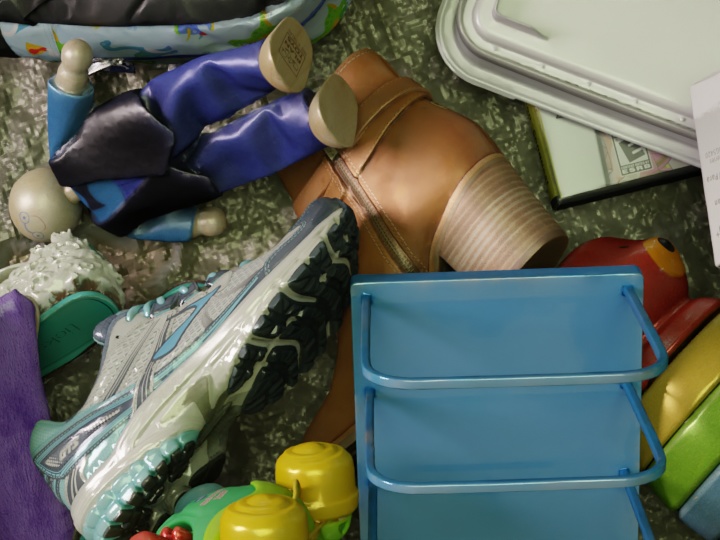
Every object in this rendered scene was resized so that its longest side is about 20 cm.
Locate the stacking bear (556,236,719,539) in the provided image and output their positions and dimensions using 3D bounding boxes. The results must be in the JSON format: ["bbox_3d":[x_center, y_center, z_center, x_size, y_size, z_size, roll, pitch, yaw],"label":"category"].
[{"bbox_3d":[0.175,0.061,0.753,0.200,0.121,0.114,44,121,16],"label":"stacking bear"}]

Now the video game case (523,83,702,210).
[{"bbox_3d":[0.178,-0.145,0.818,0.197,0.026,0.183,-14,83,-1],"label":"video game case"}]

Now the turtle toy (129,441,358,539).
[{"bbox_3d":[-0.063,0.161,0.639,0.100,0.200,0.148,0,99,16],"label":"turtle toy"}]

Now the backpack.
[{"bbox_3d":[-0.098,-0.178,0.776,0.197,0.154,0.165,-1,76,22],"label":"backpack"}]

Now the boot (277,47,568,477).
[{"bbox_3d":[0.000,0.000,0.781,0.155,0.073,0.201,46,107,23],"label":"boot"}]

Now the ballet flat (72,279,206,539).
[{"bbox_3d":[-0.109,0.104,0.763,0.067,0.067,0.202,15,69,10],"label":"ballet flat"}]

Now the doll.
[{"bbox_3d":[-0.104,-0.065,0.761,0.198,0.137,0.049,-22,38,30],"label":"doll"}]

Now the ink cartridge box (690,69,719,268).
[{"bbox_3d":[0.266,-0.011,0.743,0.198,0.045,0.179,0,77,-26],"label":"ink cartridge box"}]

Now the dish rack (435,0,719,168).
[{"bbox_3d":[0.153,-0.158,0.786,0.198,0.044,0.174,21,82,1],"label":"dish rack"}]

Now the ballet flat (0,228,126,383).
[{"bbox_3d":[-0.208,0.050,0.780,0.199,0.072,0.072,-34,84,3],"label":"ballet flat"}]

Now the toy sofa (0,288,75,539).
[{"bbox_3d":[-0.187,0.114,0.718,0.096,0.083,0.203,-10,110,-6],"label":"toy sofa"}]

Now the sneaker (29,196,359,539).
[{"bbox_3d":[-0.081,0.034,0.710,0.086,0.078,0.200,36,77,23],"label":"sneaker"}]

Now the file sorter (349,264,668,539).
[{"bbox_3d":[0.067,0.114,0.677,0.137,0.123,0.203,-2,107,0],"label":"file sorter"}]
